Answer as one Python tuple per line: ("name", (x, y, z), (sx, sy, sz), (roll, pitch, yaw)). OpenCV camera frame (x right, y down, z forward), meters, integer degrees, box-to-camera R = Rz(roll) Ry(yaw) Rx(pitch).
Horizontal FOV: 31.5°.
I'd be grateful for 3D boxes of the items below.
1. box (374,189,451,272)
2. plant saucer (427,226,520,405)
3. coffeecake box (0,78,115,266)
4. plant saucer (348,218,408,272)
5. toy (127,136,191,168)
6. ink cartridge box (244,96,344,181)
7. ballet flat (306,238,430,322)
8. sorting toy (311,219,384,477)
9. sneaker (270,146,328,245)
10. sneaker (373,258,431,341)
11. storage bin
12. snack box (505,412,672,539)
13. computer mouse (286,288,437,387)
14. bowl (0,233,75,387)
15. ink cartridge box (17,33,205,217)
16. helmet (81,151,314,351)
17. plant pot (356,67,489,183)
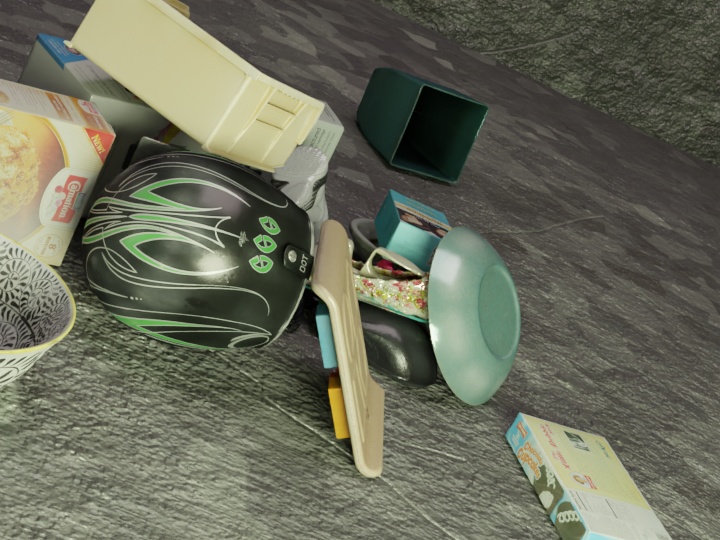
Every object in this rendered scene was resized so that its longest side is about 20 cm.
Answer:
("box", (0.066, -0.044, 1.547), (0.082, 0.049, 0.200), (24, 12, -8))
("plant saucer", (0.138, 0.048, 1.416), (0.039, 0.201, 0.201), (-7, 3, 30))
("coffeecake box", (-0.355, -0.099, 1.193), (0.200, 0.154, 0.073), (11, 27, -37))
("plant saucer", (0.068, 0.002, 1.606), (0.200, 0.050, 0.200), (25, 14, -6))
("toy", (-0.189, -0.084, 1.318), (0.115, 0.200, 0.047), (18, 58, -15))
("ink cartridge box", (-0.145, -0.163, 1.614), (0.200, 0.147, 0.083), (14, 26, -30))
("ballet flat", (0.000, 0.000, 1.406), (0.200, 0.064, 0.076), (16, 17, 4))
("sorting toy", (-0.016, 0.071, 1.219), (0.036, 0.200, 0.185), (-11, 21, 6))
("sneaker", (-0.093, -0.044, 1.490), (0.075, 0.115, 0.200), (18, 54, 21))
("sneaker", (0.090, 0.054, 1.490), (0.200, 0.075, 0.081), (22, 21, -17))
("storage bin", (-0.162, -0.199, 1.302), (0.200, 0.094, 0.199), (37, 9, 16))
("snack box", (0.235, 0.228, 1.310), (0.116, 0.037, 0.200), (19, 22, -23))
("computer mouse", (0.003, 0.059, 1.403), (0.200, 0.053, 0.139), (29, 20, 3))
("bowl", (-0.330, 0.040, 0.981), (0.200, 0.094, 0.201), (24, 20, -9))
("ink cartridge box", (-0.271, -0.150, 1.425), (0.200, 0.146, 0.147), (7, 30, -45))
("helmet", (-0.160, -0.020, 1.191), (0.190, 0.200, 0.200), (18, 22, -24))
("plant pot", (0.085, -0.260, 2.146), (0.141, 0.141, 0.200), (13, 18, -34))
